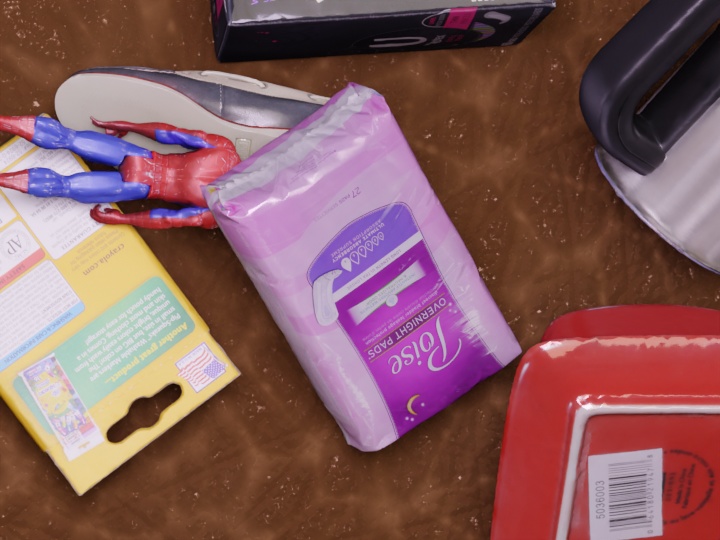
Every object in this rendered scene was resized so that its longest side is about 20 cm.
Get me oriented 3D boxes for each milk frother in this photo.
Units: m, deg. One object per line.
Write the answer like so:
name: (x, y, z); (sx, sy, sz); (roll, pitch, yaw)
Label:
milk frother: (0.220, -0.139, 1.491); (0.180, 0.200, 0.188); (34, 111, -22)

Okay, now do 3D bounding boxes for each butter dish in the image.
butter dish: (0.174, 0.089, 1.468); (0.199, 0.148, 0.200); (0, 125, -7)

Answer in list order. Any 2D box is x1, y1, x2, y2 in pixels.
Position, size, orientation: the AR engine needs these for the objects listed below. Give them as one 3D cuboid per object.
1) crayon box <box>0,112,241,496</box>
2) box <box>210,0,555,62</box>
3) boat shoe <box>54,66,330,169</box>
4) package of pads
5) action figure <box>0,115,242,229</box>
crayon box: (-0.183, 0.022, 1.474); (0.126, 0.052, 0.200); (-37, 88, -9)
box: (0.008, -0.193, 1.483); (0.200, 0.122, 0.106); (-4, 84, -6)
boat shoe: (-0.088, -0.093, 1.494); (0.200, 0.071, 0.063); (12, 40, -3)
package of pads: (0.000, 0.000, 1.446); (0.120, 0.076, 0.200); (-34, 118, -9)
action figure: (-0.143, -0.060, 1.441); (0.200, 0.052, 0.066); (8, 80, -16)
